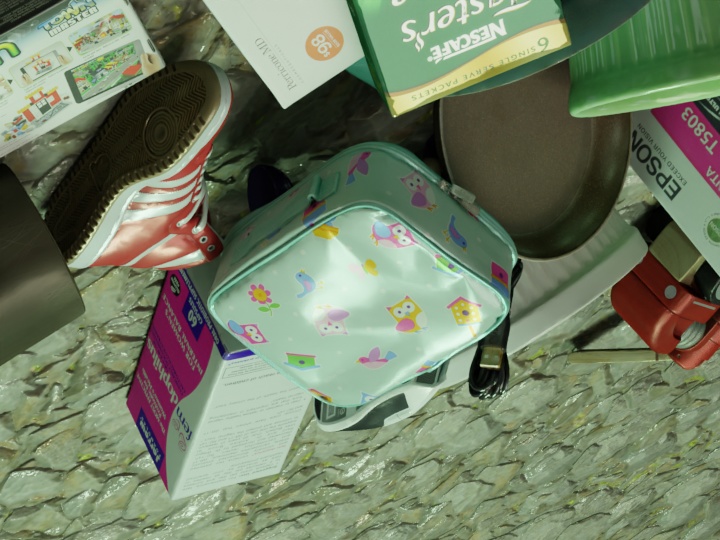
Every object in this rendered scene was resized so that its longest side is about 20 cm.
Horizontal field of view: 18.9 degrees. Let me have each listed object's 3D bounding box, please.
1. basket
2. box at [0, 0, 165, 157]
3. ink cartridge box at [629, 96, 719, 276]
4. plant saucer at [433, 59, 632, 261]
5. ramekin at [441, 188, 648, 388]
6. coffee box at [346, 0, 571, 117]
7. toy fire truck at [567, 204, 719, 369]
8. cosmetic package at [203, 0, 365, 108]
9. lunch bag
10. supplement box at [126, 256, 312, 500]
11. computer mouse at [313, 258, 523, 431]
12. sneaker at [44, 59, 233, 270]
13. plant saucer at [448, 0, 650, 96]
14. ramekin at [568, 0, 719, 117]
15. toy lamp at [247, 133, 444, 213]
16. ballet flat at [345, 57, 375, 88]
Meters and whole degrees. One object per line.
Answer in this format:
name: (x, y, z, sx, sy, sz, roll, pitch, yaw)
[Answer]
basket: (-0.290, 0.026, 1.392, 0.200, 0.136, 0.180, -29, 178, -11)
box: (-0.227, -0.116, 1.324, 0.200, 0.035, 0.110, -29, 151, -2)
ink cartridge box: (0.296, -0.101, 1.640, 0.075, 0.200, 0.165, -10, 145, -46)
plant saucer: (0.118, -0.107, 1.536, 0.200, 0.201, 0.032, 2, 179, -43)
ramekin: (0.109, -0.006, 1.657, 0.200, 0.105, 0.200, -34, -177, 2)
coffee box: (0.042, -0.195, 1.239, 0.123, 0.044, 0.200, -22, 128, -4)
toy fire truck: (0.272, 0.040, 1.952, 0.176, 0.129, 0.200, 16, 118, -52)
cosmetic package: (-0.037, -0.211, 1.260, 0.151, 0.052, 0.200, -32, 128, 8)
lunch bag: (0.000, 0.000, 1.480, 0.160, 0.077, 0.200, 39, 132, -21)
supplement box: (-0.101, 0.074, 1.667, 0.103, 0.101, 0.200, -13, 147, -27)
computer mouse: (0.044, 0.067, 1.566, 0.044, 0.110, 0.200, 27, 142, -34)
sneaker: (-0.120, -0.067, 1.460, 0.112, 0.071, 0.200, 7, 142, -41)
plant saucer: (0.110, -0.179, 1.408, 0.200, 0.200, 0.027, -30, 114, 0)
ramekin: (0.234, -0.173, 1.497, 0.200, 0.098, 0.200, -11, 180, 0)
toy lamp: (0.015, -0.067, 1.599, 0.200, 0.058, 0.058, -9, 145, -27)
ballet flat: (-0.022, -0.181, 1.381, 0.070, 0.067, 0.200, -20, 144, -6)
